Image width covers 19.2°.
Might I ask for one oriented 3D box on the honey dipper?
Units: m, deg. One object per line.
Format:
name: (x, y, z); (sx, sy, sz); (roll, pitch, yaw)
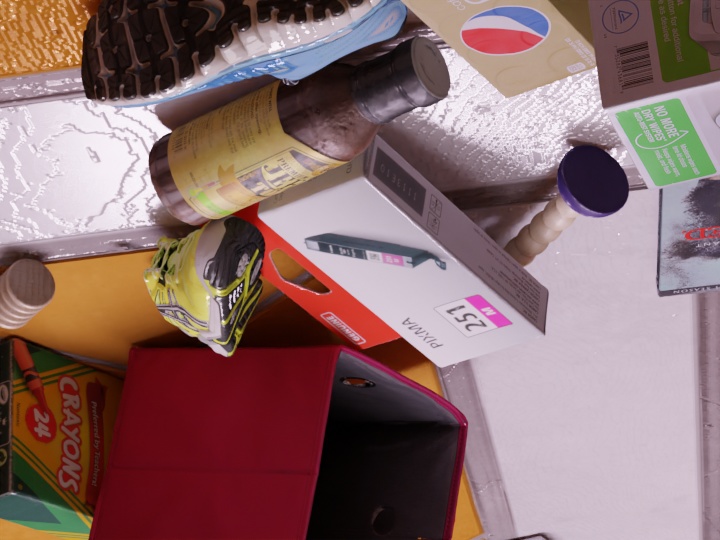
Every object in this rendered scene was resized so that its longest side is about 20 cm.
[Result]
honey dipper: (-0.279, 0.043, 1.551); (0.038, 0.038, 0.200); (13, 153, -29)

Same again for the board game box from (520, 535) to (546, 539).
board game box: (0.163, 0.323, 2.157); (0.126, 0.035, 0.200); (-15, 151, 21)

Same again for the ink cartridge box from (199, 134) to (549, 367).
ink cartridge box: (0.000, 0.000, 1.427); (0.173, 0.044, 0.200); (-20, 135, 35)

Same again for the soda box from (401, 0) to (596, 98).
soda box: (0.059, -0.169, 1.137); (0.068, 0.064, 0.200); (-18, 151, 26)

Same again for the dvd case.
dvd case: (0.277, -0.040, 1.470); (0.146, 0.022, 0.200); (-6, 154, 3)

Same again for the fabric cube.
fabric cube: (-0.061, 0.176, 1.613); (0.199, 0.200, 0.196); (-2, 159, 35)

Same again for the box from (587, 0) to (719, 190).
box: (0.198, -0.163, 1.017); (0.176, 0.200, 0.097); (-14, 153, 17)

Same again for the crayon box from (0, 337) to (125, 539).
crayon box: (-0.213, 0.143, 1.651); (0.051, 0.127, 0.200); (-22, 149, 32)

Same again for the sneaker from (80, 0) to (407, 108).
sneaker: (-0.063, -0.125, 1.195); (0.200, 0.079, 0.090); (-13, 155, 18)

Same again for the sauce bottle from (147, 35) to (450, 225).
sauce bottle: (-0.038, -0.087, 1.287); (0.200, 0.065, 0.065); (-22, 148, 33)

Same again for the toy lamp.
toy lamp: (0.113, -0.014, 1.459); (0.058, 0.058, 0.200); (9, 152, -23)

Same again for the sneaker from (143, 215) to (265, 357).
sneaker: (-0.110, 0.009, 1.424); (0.076, 0.076, 0.200); (24, 162, 2)
